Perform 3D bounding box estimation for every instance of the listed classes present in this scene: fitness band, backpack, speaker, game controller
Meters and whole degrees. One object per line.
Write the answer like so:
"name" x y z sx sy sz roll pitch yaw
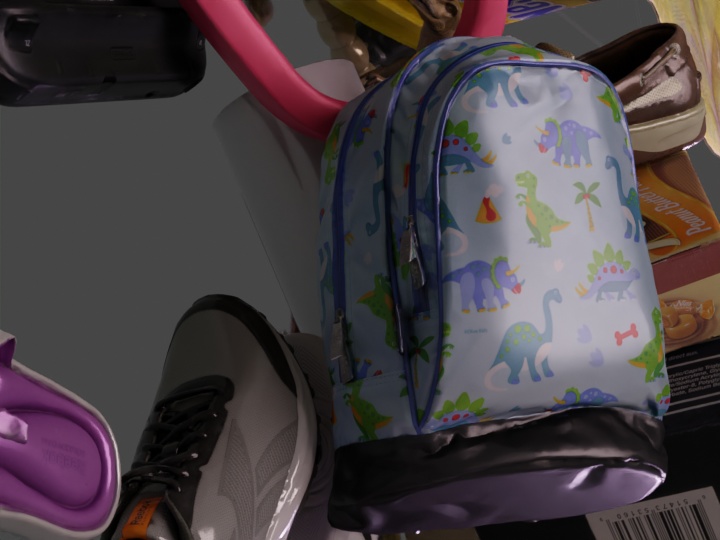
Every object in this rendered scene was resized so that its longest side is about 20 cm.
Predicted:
"fitness band" -0.016 -0.152 0.874 0.200 0.144 0.037 51 -11 -23
"backpack" 0.056 -0.001 0.839 0.161 0.154 0.202 1 63 -25
"speaker" 0.000 0.000 0.935 0.202 0.081 0.081 66 21 9
"game controller" -0.127 -0.124 0.825 0.105 0.042 0.200 62 21 4

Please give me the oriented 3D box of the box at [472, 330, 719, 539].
"box" 0.176 0.081 1.015 0.124 0.198 0.199 64 26 -24

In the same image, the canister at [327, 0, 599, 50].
"canister" 0.089 -0.188 1.005 0.148 0.198 0.088 18 66 -54

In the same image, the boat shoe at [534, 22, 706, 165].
"boat shoe" 0.096 -0.085 1.011 0.201 0.074 0.076 -21 117 -30

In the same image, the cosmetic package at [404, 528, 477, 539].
"cosmetic package" 0.053 0.062 1.093 0.103 0.072 0.202 -18 93 -68

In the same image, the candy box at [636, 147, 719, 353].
"candy box" 0.135 -0.017 1.038 0.200 0.114 0.056 -91 159 -65

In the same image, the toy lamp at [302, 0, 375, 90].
"toy lamp" -0.017 -0.140 1.067 0.201 0.058 0.058 62 26 -26

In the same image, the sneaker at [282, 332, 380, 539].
"sneaker" -0.017 0.137 0.893 0.112 0.072 0.202 30 57 -67

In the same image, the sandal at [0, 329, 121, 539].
"sandal" -0.135 0.051 0.667 0.202 0.049 0.083 23 55 -63

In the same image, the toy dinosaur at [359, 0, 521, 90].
"toy dinosaur" 0.046 -0.093 1.025 0.059 0.101 0.200 63 11 19

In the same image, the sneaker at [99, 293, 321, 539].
"sneaker" -0.067 0.092 0.785 0.079 0.073 0.202 45 37 -43

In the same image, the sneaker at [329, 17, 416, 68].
"sneaker" 0.032 -0.120 1.179 0.201 0.075 0.116 59 0 -9
